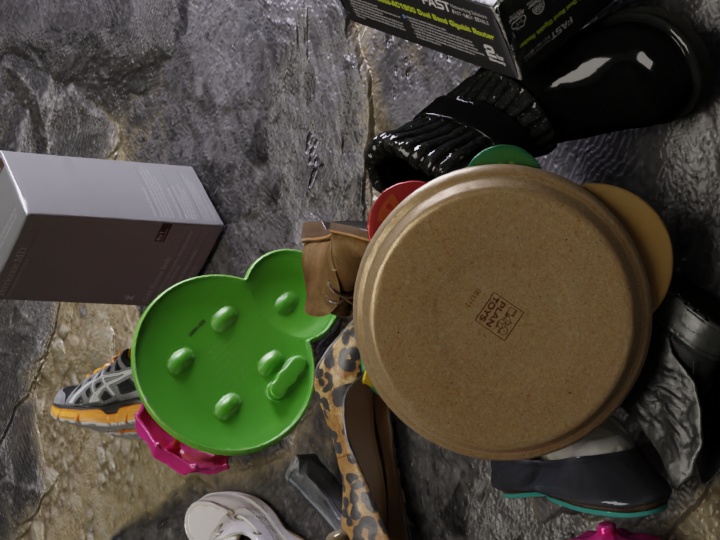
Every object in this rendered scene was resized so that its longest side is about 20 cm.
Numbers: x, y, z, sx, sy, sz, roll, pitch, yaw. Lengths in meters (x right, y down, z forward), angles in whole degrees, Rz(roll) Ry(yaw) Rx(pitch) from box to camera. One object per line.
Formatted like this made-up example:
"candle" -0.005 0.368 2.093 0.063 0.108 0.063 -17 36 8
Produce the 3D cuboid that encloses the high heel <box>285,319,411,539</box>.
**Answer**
"high heel" 0.022 0.130 1.588 0.143 0.071 0.201 42 125 35

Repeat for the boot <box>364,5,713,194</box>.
"boot" 0.117 -0.097 1.369 0.210 0.158 0.080 -7 115 51

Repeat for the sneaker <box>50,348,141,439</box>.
"sneaker" -0.212 0.110 1.885 0.199 0.078 0.078 -6 72 49

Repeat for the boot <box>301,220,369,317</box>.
"boot" 0.000 0.000 1.572 0.200 0.073 0.076 172 107 -74

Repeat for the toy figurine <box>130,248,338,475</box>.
"toy figurine" -0.116 0.091 1.715 0.150 0.200 0.184 42 152 3

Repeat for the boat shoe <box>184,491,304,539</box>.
"boat shoe" -0.100 0.236 1.735 0.200 0.069 0.071 21 108 51

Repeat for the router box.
"router box" 0.091 -0.217 1.418 0.200 0.150 0.062 27 150 50

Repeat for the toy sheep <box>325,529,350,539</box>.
"toy sheep" 0.016 0.283 1.538 0.138 0.138 0.201 -10 112 52

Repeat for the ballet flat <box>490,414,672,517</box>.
"ballet flat" 0.140 0.125 1.397 0.200 0.073 0.074 177 92 -68

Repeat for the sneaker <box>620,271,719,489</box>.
"sneaker" 0.182 0.044 1.377 0.200 0.060 0.105 45 120 38

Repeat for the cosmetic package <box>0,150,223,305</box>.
"cosmetic package" -0.234 -0.034 1.799 0.090 0.199 0.107 58 133 34

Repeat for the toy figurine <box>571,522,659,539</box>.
"toy figurine" 0.170 0.265 1.363 0.200 0.149 0.185 106 161 -59

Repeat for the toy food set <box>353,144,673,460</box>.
"toy food set" 0.090 0.023 1.328 0.049 0.197 0.201 -62 -9 -77
